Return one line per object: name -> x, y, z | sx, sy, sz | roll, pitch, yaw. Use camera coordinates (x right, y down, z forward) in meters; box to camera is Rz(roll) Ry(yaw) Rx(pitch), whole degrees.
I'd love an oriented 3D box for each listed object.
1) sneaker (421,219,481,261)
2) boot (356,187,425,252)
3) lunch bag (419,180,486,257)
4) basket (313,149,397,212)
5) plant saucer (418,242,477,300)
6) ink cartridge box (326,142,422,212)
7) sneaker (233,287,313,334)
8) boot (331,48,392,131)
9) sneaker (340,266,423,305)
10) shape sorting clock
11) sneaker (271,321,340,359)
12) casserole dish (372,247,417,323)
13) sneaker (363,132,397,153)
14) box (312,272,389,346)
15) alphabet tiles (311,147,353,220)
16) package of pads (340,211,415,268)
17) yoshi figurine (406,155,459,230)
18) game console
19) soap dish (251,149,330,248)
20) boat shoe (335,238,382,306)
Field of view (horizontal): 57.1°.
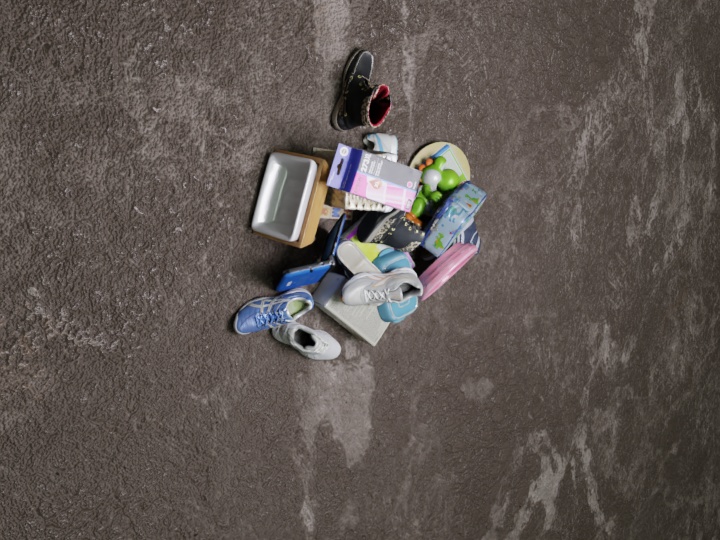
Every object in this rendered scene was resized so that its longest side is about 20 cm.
sneaker -> 0.259, -0.063, 1.836 | 0.200, 0.070, 0.109 | -42, 119, -23
boot -> 0.104, -0.126, 1.591 | 0.154, 0.074, 0.204 | 16, 131, -38
lunch bag -> 0.233, -0.131, 1.692 | 0.200, 0.082, 0.161 | -46, 171, -49
basket -> -0.020, -0.211, 1.525 | 0.123, 0.200, 0.136 | -3, 103, -29
plant saucer -> 0.216, -0.005, 1.724 | 0.200, 0.201, 0.051 | -39, 80, -21
ink cartridge box -> 0.032, -0.198, 1.428 | 0.200, 0.037, 0.095 | 15, 95, -23
sneaker -> -0.201, 0.094, 1.541 | 0.200, 0.077, 0.076 | -24, 108, -16
boot -> 0.015, -0.417, 1.533 | 0.073, 0.150, 0.200 | 22, 88, -36
sneaker -> 0.054, 0.046, 1.555 | 0.200, 0.092, 0.076 | -15, 118, -14
shape sorting clock -> 0.208, -0.244, 1.775 | 0.200, 0.039, 0.201 | -6, 105, -23
sneaker -> -0.119, 0.180, 1.615 | 0.200, 0.099, 0.078 | 26, 86, -36
casserole dish -> 0.092, 0.042, 1.678 | 0.121, 0.039, 0.200 | -24, 112, -31
sneaker -> 0.044, -0.239, 1.633 | 0.081, 0.077, 0.201 | 3, 80, -17
box -> -0.022, 0.098, 1.675 | 0.200, 0.078, 0.095 | 43, 76, -34
alphabet tiles -> -0.067, -0.209, 1.616 | 0.200, 0.006, 0.167 | 1, 100, -35
package of pads -> 0.037, -0.038, 1.690 | 0.154, 0.068, 0.200 | -43, 120, -20
yoshi figurine -> 0.189, -0.193, 1.706 | 0.112, 0.112, 0.200 | 28, 88, -43
game console -> -0.118, -0.039, 1.521 | 0.170, 0.200, 0.119 | -13, 81, -15
soap dish -> -0.152, -0.160, 1.486 | 0.081, 0.157, 0.200 | 13, 94, -52
boat shoe -> 0.000, 0.000, 1.605 | 0.073, 0.063, 0.200 | -37, 118, -4
